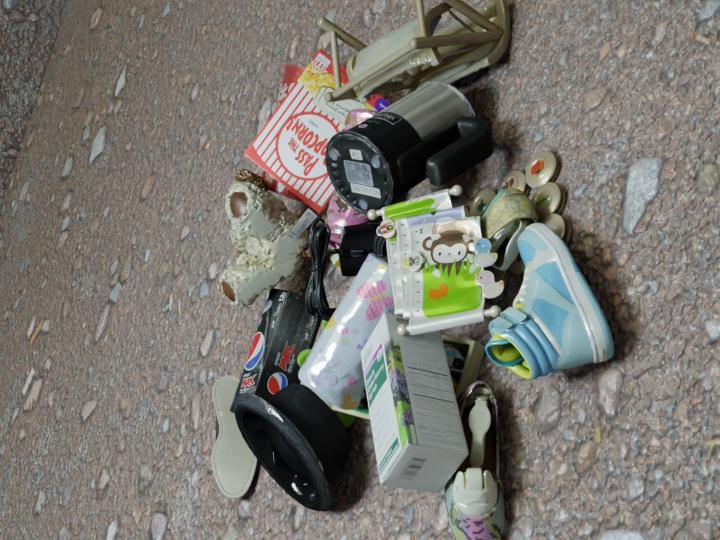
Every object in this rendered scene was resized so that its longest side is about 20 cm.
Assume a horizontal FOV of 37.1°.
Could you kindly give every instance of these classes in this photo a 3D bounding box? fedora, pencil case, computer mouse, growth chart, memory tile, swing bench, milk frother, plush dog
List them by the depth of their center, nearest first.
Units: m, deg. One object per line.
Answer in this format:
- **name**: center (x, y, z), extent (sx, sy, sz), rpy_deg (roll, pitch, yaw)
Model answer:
- **growth chart**: center (0.091, -0.013, 1.290), extent (0.144, 0.018, 0.201), rpy_deg (-20, 57, 14)
- **memory tile**: center (0.181, -0.052, 1.364), extent (0.200, 0.017, 0.154), rpy_deg (-33, 47, 39)
- **pencil case**: center (0.002, 0.079, 1.373), extent (0.201, 0.090, 0.083), rpy_deg (-60, -1, 3)
- **milk frother**: center (0.077, -0.119, 1.438), extent (0.180, 0.188, 0.201), rpy_deg (31, 137, 30)
- **fedora**: center (-0.080, 0.224, 1.447), extent (0.091, 0.201, 0.200), rpy_deg (-40, 23, -28)
- **computer mouse**: center (0.000, 0.000, 1.463), extent (0.046, 0.199, 0.142), rpy_deg (13, 101, 35)
- **swing bench**: center (0.078, -0.313, 1.511), extent (0.198, 0.199, 0.131), rpy_deg (-21, 69, 48)
- **pencil case**: center (0.000, -0.129, 1.555), extent (0.087, 0.082, 0.202), rpy_deg (148, 135, -74)
- **plush dog**: center (-0.146, -0.061, 1.658), extent (0.172, 0.159, 0.201), rpy_deg (-128, 40, -55)

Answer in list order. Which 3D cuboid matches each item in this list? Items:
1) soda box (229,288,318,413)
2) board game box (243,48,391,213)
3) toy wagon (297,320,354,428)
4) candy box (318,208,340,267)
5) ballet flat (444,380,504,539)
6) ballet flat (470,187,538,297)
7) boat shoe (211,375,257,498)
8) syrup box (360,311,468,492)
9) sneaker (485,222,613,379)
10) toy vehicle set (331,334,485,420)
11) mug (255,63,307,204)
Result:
- **soda box**: center (-0.128, 0.133, 1.631), extent (0.063, 0.070, 0.201), rpy_deg (7, 76, 59)
- **board game box**: center (-0.059, -0.212, 1.649), extent (0.201, 0.151, 0.046), rpy_deg (-53, -3, 7)
- **toy wagon**: center (-0.018, 0.122, 1.517), extent (0.201, 0.039, 0.155), rpy_deg (-56, 36, 14)
- **candy box**: center (0.006, -0.110, 1.627), extent (0.200, 0.026, 0.102), rpy_deg (-53, 40, 20)
- **ballet flat**: center (0.131, 0.218, 1.222), extent (0.071, 0.069, 0.201), rpy_deg (87, -174, -59)
- **ballet flat**: center (0.149, -0.008, 1.318), extent (0.201, 0.070, 0.071), rpy_deg (-56, 36, 17)
- **boat shoe**: center (-0.195, 0.266, 1.679), extent (0.063, 0.072, 0.201), rpy_deg (86, 176, -59)
- **syrup box**: center (0.059, 0.151, 1.253), extent (0.201, 0.081, 0.079), rpy_deg (-100, 31, -45)
- **sneaker**: center (0.186, 0.035, 1.202), extent (0.130, 0.080, 0.201), rpy_deg (-21, 46, -1)
- **toy vehicle set**: center (0.058, 0.139, 1.377), extent (0.199, 0.026, 0.125), rpy_deg (7, 76, 43)
- **mug**: center (-0.082, -0.211, 1.719), extent (0.177, 0.133, 0.201), rpy_deg (22, 93, 58)
